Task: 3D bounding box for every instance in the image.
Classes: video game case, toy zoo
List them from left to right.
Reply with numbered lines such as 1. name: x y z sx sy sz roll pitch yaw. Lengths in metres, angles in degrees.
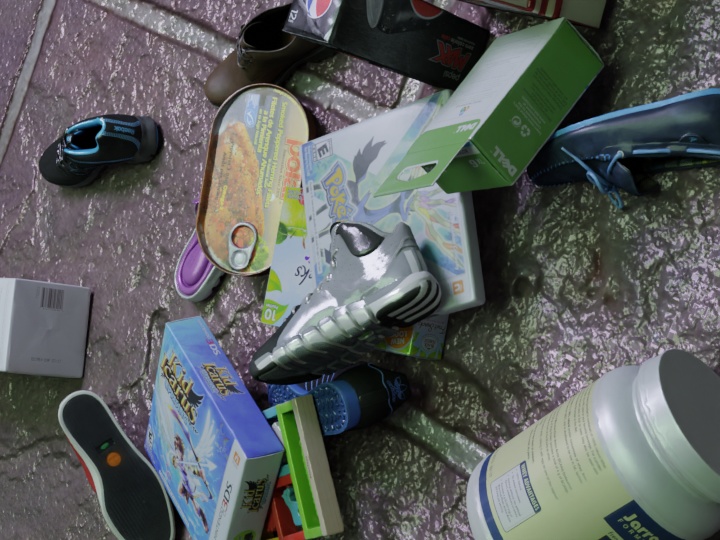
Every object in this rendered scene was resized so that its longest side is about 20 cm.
1. video game case: -0.154 0.180 1.478 0.200 0.045 0.182 53 139 39
2. toy zoo: -0.081 0.203 1.426 0.200 0.020 0.132 -31 71 59
3. video game case: 0.025 -0.046 1.350 0.182 0.022 0.201 -17 72 35

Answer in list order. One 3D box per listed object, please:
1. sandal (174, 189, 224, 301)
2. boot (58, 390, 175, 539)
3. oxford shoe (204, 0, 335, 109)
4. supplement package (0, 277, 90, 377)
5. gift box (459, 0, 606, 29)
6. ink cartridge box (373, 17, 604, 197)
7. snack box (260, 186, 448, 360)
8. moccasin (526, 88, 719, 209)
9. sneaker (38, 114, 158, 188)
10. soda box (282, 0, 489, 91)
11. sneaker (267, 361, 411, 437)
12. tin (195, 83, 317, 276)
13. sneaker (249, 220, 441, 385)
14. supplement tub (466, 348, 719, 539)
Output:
1. sandal: -0.157 -0.061 1.575 0.082 0.050 0.203 27 100 43
2. boot: -0.270 0.226 1.622 0.200 0.072 0.144 61 166 2
3. oxford shoe: -0.108 -0.234 1.541 0.200 0.084 0.073 -31 64 37
4. supplement package: -0.434 0.067 1.766 0.199 0.114 0.110 1 84 43
5. gift box: 0.139 -0.320 1.264 0.200 0.184 0.188 21 102 44
6. ink cartridge box: 0.109 -0.121 1.249 0.200 0.059 0.104 -52 21 -20
7. snack box: 0.000 0.000 1.413 0.200 0.053 0.143 9 89 42
8. moccasin: 0.223 -0.094 1.206 0.200 0.080 0.068 -16 75 41
9. sneaker: -0.329 -0.150 1.733 0.200 0.082 0.074 -16 73 42
10. soda box: 0.027 -0.219 1.329 0.063 0.200 0.071 26 100 41
11. sneaker: -0.023 0.125 1.407 0.200 0.078 0.070 -6 97 64
12. tin: -0.106 -0.092 1.517 0.112 0.042 0.201 9 87 23
13. sneaker: -0.024 0.020 1.327 0.200 0.075 0.116 -28 62 21
14. supplement tub: 0.196 0.164 1.134 0.200 0.145 0.145 -40 57 31
